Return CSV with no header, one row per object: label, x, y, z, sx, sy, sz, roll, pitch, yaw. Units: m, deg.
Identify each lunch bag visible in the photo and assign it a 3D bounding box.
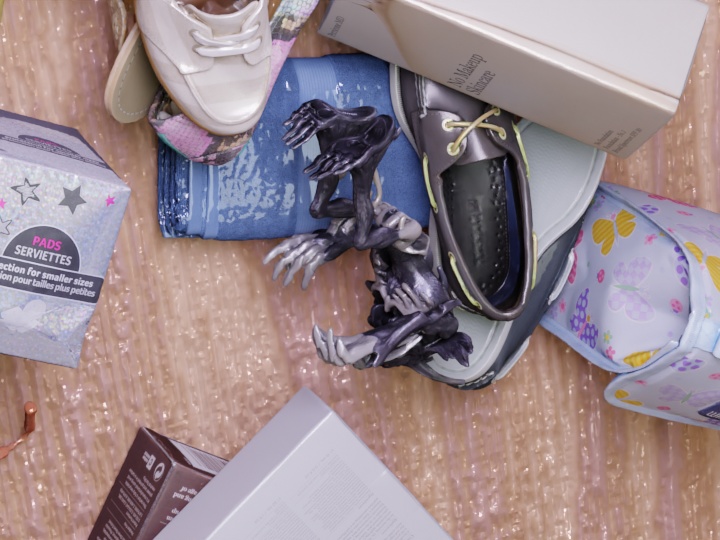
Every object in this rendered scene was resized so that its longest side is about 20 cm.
lunch bag,0.224,0.035,1.503,0.168,0.200,0.128,15,100,-26

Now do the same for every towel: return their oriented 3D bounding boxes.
towel,-0.025,-0.077,1.450,0.198,0.049,0.113,-3,107,-21

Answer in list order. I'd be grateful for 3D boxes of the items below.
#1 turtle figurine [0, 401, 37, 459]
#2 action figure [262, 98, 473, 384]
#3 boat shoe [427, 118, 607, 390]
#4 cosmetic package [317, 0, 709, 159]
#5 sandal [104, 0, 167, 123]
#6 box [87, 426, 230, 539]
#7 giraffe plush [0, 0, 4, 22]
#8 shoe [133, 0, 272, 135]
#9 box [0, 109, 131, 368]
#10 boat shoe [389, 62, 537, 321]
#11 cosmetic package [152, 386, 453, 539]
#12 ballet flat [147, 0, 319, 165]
turtle figurine,-0.287,0.094,1.376,0.161,0.064,0.200,-41,152,1
action figure,0.000,0.000,1.397,0.101,0.119,0.201,-27,126,-13
boat shoe,0.101,-0.017,1.515,0.201,0.075,0.060,-58,157,0
cosmetic package,0.085,-0.143,1.347,0.198,0.104,0.074,21,75,-4
sandal,-0.109,-0.184,1.380,0.213,0.069,0.078,-58,158,-14
box,-0.128,0.211,1.485,0.100,0.075,0.201,24,95,-28
giraffe plush,-0.194,-0.205,1.301,0.161,0.172,0.202,-10,75,-30
shoe,-0.090,-0.160,1.276,0.069,0.053,0.201,-19,116,-10
box,-0.247,-0.036,1.323,0.198,0.132,0.116,13,103,-25
boat shoe,0.068,-0.069,1.425,0.071,0.061,0.203,-17,106,-17
cosmetic package,-0.051,0.194,1.444,0.200,0.052,0.151,-45,118,-5
ballet flat,-0.062,-0.157,1.348,0.071,0.069,0.201,24,93,-49
